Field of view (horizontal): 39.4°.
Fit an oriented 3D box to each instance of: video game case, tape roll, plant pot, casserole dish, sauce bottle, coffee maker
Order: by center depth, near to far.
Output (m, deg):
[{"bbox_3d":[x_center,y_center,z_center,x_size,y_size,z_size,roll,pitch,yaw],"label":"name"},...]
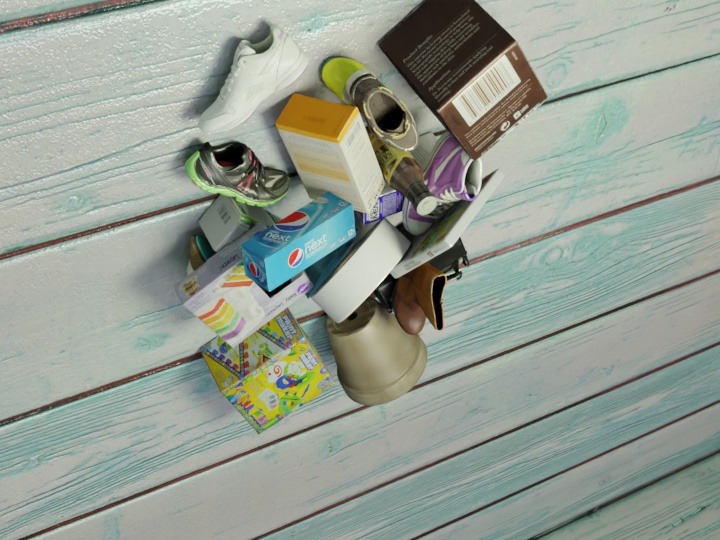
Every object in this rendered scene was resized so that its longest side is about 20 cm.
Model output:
[{"bbox_3d":[0.068,-0.175,1.736,0.065,0.201,0.066,-19,139,-18],"label":"sauce bottle"},{"bbox_3d":[0.152,-0.081,1.779,0.200,0.023,0.182,-50,-169,-33],"label":"video game case"},{"bbox_3d":[0.000,0.000,1.828,0.203,0.071,0.202,-48,-175,5],"label":"tape roll"},{"bbox_3d":[-0.064,-0.021,1.874,0.121,0.039,0.200,-50,176,-27],"label":"casserole dish"},{"bbox_3d":[0.092,-0.037,1.991,0.199,0.135,0.193,-32,119,-5],"label":"coffee maker"},{"bbox_3d":[0.018,0.149,2.084,0.199,0.200,0.174,-33,128,-2],"label":"plant pot"}]

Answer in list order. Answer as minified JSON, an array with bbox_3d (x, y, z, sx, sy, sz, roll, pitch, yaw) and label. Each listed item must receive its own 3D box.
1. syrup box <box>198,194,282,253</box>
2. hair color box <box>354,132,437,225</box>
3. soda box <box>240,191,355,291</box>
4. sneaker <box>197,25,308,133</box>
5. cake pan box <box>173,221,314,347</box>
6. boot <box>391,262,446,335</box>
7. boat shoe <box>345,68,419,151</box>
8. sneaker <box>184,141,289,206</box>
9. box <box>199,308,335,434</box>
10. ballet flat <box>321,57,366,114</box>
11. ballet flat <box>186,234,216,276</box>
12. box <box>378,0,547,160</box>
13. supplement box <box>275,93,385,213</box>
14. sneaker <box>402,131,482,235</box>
[{"bbox_3d":[-0.181,-0.058,1.773,0.082,0.079,0.199,-47,142,16],"label":"syrup box"},{"bbox_3d":[0.069,-0.167,1.821,0.198,0.110,0.065,-20,141,-18],"label":"hair color box"},{"bbox_3d":[-0.100,-0.050,1.661,0.199,0.064,0.068,-35,137,-32],"label":"soda box"},{"bbox_3d":[-0.180,-0.293,1.540,0.199,0.075,0.100,-39,125,5],"label":"sneaker"},{"bbox_3d":[-0.195,0.026,1.747,0.199,0.052,0.184,-36,146,1],"label":"cake pan box"},{"bbox_3d":[0.122,0.064,1.852,0.068,0.200,0.191,-2,111,-17],"label":"boot"},{"bbox_3d":[0.046,-0.249,1.643,0.072,0.060,0.200,-40,141,4],"label":"boat shoe"},{"bbox_3d":[-0.190,-0.162,1.655,0.199,0.077,0.084,7,131,-44],"label":"sneaker"},{"bbox_3d":[-0.181,0.193,2.012,0.192,0.122,0.201,-32,143,-3],"label":"box"},{"bbox_3d":[0.013,-0.288,1.681,0.067,0.067,0.200,-45,142,11],"label":"ballet flat"},{"bbox_3d":[-0.264,0.002,1.800,0.072,0.068,0.200,-23,151,17],"label":"ballet flat"},{"bbox_3d":[0.169,-0.327,1.647,0.166,0.201,0.164,-40,143,8],"label":"box"},{"bbox_3d":[-0.047,-0.193,1.679,0.074,0.125,0.201,-61,152,-24],"label":"supplement box"},{"bbox_3d":[0.143,-0.129,1.738,0.072,0.114,0.202,1,124,-35],"label":"sneaker"}]
